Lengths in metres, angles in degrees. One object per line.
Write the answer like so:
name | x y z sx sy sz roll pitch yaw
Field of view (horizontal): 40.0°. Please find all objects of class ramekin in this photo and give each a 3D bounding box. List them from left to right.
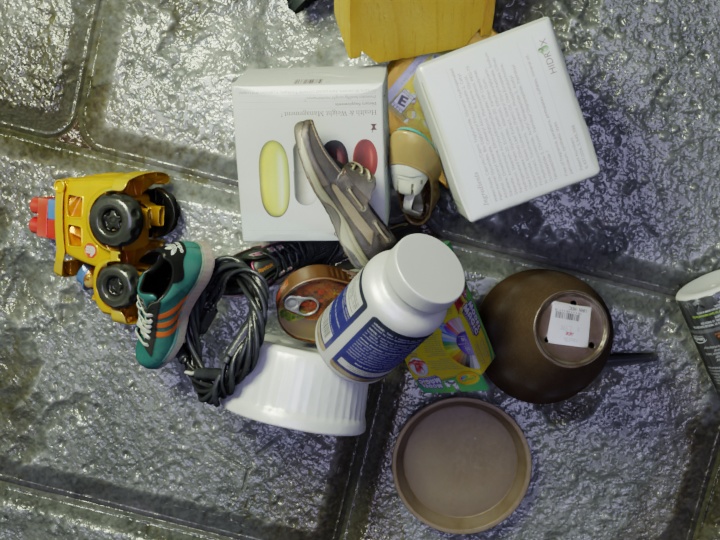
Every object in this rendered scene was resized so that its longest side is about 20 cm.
ramekin | -0.081 0.148 1.323 0.199 0.200 0.098 12 91 0

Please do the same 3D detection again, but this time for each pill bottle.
pill bottle | 0.035 0.047 1.198 0.116 0.116 0.200 40 137 -3
pill bottle | 0.513 0.104 1.338 0.106 0.106 0.201 -24 95 5

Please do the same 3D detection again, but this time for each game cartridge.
game cartridge | 0.122 -0.243 1.347 0.176 0.032 0.200 42 98 -3

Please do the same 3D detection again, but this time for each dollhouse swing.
dollhouse swing | 0.053 -0.403 1.281 0.199 0.176 0.182 -14 138 -13

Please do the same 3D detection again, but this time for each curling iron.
curling iron | 0.318 0.119 1.387 0.198 0.026 0.050 4 94 1

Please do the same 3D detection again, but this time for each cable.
cable | -0.180 0.077 1.274 0.051 0.164 0.200 12 132 -38

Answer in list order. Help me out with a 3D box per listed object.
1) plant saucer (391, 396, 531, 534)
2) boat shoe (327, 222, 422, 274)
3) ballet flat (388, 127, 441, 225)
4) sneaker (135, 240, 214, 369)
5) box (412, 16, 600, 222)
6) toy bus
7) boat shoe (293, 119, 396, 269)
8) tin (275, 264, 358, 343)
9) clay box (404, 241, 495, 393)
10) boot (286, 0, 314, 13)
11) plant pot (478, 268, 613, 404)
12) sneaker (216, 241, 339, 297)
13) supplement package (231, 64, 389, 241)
plant saucer | 0.144 0.276 1.412 0.198 0.029 0.202 0 97 3
boat shoe | 0.000 0.000 1.369 0.200 0.061 0.072 -26 130 7
ballet flat | 0.071 -0.114 1.281 0.068 0.200 0.063 14 74 17
sneaker | -0.263 0.044 1.282 0.071 0.080 0.201 46 119 37
box | 0.174 -0.184 1.239 0.170 0.199 0.201 -19 96 4
toy bus | -0.359 -0.038 1.348 0.190 0.136 0.202 5 100 15
boat shoe | -0.017 -0.099 1.193 0.073 0.075 0.201 -26 116 1
tin | -0.020 0.054 1.343 0.199 0.042 0.112 14 119 -25
clay box | 0.096 0.065 1.284 0.114 0.048 0.201 -7 116 39
boot | -0.071 -0.463 1.306 0.162 0.073 0.198 45 89 -6
plant pot | 0.250 0.079 1.278 0.185 0.200 0.189 0 83 0
sneaker | -0.118 -0.007 1.356 0.199 0.086 0.081 -27 96 5
supplement package | -0.058 -0.154 1.285 0.190 0.147 0.202 -1 110 4
